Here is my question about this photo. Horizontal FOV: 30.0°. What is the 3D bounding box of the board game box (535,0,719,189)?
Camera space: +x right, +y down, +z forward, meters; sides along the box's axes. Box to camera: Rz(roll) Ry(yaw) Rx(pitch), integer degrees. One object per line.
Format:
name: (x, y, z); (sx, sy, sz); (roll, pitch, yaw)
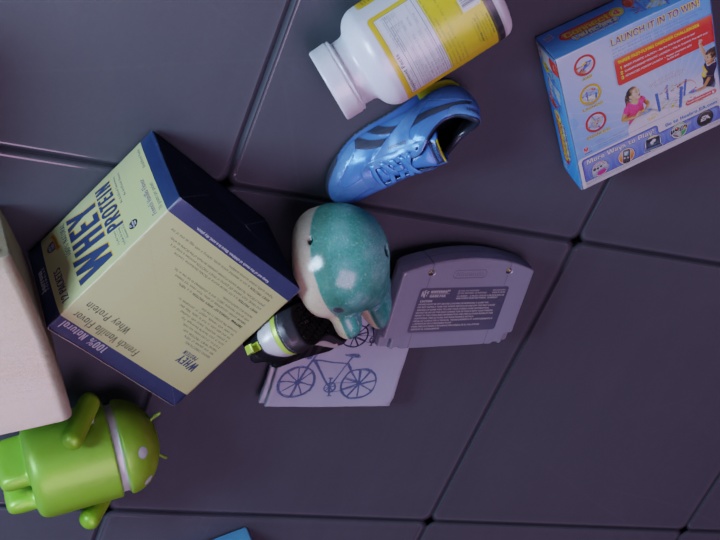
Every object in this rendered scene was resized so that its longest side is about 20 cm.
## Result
board game box: (0.319, -0.221, 1.574); (0.198, 0.056, 0.197); (-25, 131, -4)

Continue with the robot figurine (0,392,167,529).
robot figurine: (-0.328, 0.221, 1.592); (0.197, 0.116, 0.177); (-14, 133, -14)

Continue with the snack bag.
snack bag: (-0.020, 0.090, 1.691); (0.186, 0.021, 0.202); (2, 122, -26)

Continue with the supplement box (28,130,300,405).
supplement box: (-0.214, 0.001, 1.460); (0.200, 0.135, 0.200); (-42, 131, 11)

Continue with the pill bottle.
pill bottle: (0.050, -0.245, 1.400); (0.199, 0.112, 0.112); (-32, 132, 3)

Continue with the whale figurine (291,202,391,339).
whale figurine: (0.000, 0.000, 1.541); (0.103, 0.161, 0.200); (-12, 153, 23)

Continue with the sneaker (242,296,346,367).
sneaker: (-0.082, 0.070, 1.553); (0.082, 0.072, 0.200); (-27, 171, 16)

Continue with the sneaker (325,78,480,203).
sneaker: (0.047, -0.133, 1.511); (0.199, 0.079, 0.066); (-36, 134, 8)

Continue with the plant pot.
plant pot: (-0.418, 0.049, 1.379); (0.197, 0.200, 0.179); (-11, 119, -15)

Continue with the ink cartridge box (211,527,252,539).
ink cartridge box: (-0.173, 0.477, 1.804); (0.124, 0.201, 0.130); (-17, 131, -10)

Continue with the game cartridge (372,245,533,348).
game cartridge: (0.118, 0.033, 1.684); (0.198, 0.042, 0.135); (-1, 119, -30)
